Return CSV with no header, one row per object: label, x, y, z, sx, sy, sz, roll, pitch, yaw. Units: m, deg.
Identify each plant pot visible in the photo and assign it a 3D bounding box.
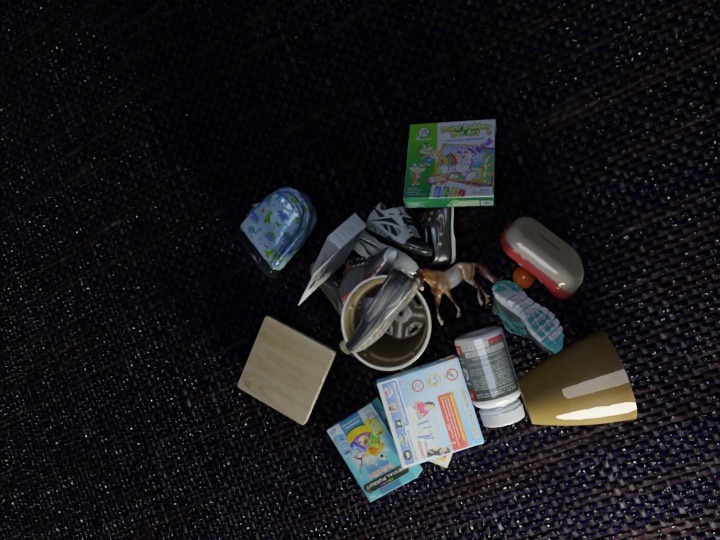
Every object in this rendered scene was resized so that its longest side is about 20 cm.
plant pot,0.076,0.107,1.335,0.197,0.183,0.204,1,93,16
plant pot,0.436,0.244,1.227,0.197,0.186,0.189,-19,88,8

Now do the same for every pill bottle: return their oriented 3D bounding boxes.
pill bottle,0.290,0.236,1.318,0.112,0.114,0.203,-17,88,16

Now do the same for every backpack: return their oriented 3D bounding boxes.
backpack,-0.197,-0.108,1.435,0.199,0.154,0.164,-38,76,1

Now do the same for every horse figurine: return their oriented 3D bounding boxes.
horse figurine,0.220,0.032,1.338,0.198,0.050,0.134,-22,81,-16

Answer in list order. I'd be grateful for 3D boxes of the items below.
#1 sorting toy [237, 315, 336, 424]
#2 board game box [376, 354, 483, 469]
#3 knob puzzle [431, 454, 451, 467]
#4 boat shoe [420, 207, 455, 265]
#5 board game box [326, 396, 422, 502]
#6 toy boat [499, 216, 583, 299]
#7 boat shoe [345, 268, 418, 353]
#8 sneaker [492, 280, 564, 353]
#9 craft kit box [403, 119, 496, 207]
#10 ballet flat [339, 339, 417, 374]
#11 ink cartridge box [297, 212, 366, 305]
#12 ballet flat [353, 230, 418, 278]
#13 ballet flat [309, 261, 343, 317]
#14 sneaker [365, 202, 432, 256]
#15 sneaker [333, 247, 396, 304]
sorting toy,-0.176,0.241,1.473,0.198,0.070,0.201,26,99,13
board game box,0.156,0.318,1.342,0.193,0.056,0.203,-17,88,0
knob puzzle,0.153,0.347,1.406,0.216,0.030,0.224,1,93,16
boat shoe,0.173,-0.112,1.348,0.062,0.073,0.205,-6,94,-21
board game box,0.032,0.432,1.422,0.150,0.047,0.201,-36,82,25
toy boat,0.382,-0.011,1.291,0.199,0.130,0.131,40,132,11
boat shoe,0.034,0.082,1.221,0.073,0.074,0.200,43,94,20
sneaker,0.360,0.112,1.289,0.077,0.092,0.201,-22,52,-22
craft kit box,0.201,-0.238,1.316,0.197,0.049,0.200,-1,64,15
ballet flat,0.040,0.206,1.409,0.197,0.057,0.067,16,138,13
ink cartridge box,-0.078,-0.022,1.327,0.044,0.200,0.173,44,63,6
ballet flat,0.044,-0.033,1.396,0.199,0.069,0.070,34,101,12
ballet flat,-0.055,0.061,1.446,0.067,0.046,0.200,-40,87,-20
sneaker,0.094,-0.101,1.356,0.199,0.074,0.089,31,93,34
sneaker,0.000,0.000,1.355,0.082,0.077,0.200,51,125,8
